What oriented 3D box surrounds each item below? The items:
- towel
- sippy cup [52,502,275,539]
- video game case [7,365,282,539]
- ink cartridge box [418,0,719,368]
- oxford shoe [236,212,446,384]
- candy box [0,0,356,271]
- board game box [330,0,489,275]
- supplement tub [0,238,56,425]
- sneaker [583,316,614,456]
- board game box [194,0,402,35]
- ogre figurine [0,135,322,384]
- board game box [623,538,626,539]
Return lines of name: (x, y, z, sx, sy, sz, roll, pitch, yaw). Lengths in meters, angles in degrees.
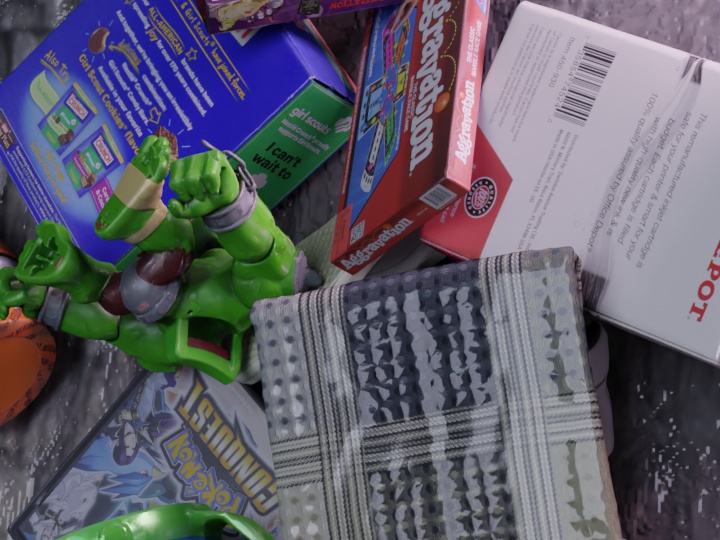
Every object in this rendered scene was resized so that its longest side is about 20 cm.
towel: (0.040, 0.098, 1.226, 0.192, 0.035, 0.200, -11, 81, 24)
sippy cup: (-0.124, 0.213, 1.311, 0.178, 0.140, 0.130, -38, 68, 46)
video game case: (-0.099, 0.156, 1.397, 0.181, 0.025, 0.200, -49, 57, 11)
ink cartridge box: (0.153, -0.041, 1.263, 0.200, 0.083, 0.147, 24, 90, 35)
oxford shoe: (0.000, 0.000, 1.360, 0.200, 0.058, 0.075, -44, 33, 16)
candy box: (-0.117, -0.098, 1.450, 0.200, 0.077, 0.169, -42, 58, 16)
board game box: (0.031, -0.101, 1.330, 0.103, 0.019, 0.200, -35, 35, 41)
supplement tub: (-0.283, 0.007, 1.495, 0.123, 0.123, 0.200, -50, 56, 10)
sneaker: (0.056, 0.068, 1.301, 0.200, 0.075, 0.081, 6, 123, 46)
board game box: (-0.060, -0.222, 1.416, 0.120, 0.032, 0.200, -13, 49, -10)
ogre figurine: (-0.112, 0.003, 1.343, 0.200, 0.120, 0.098, -41, 32, 23)
board game box: (0.125, 0.258, 1.225, 0.134, 0.034, 0.200, 41, 99, 33)
